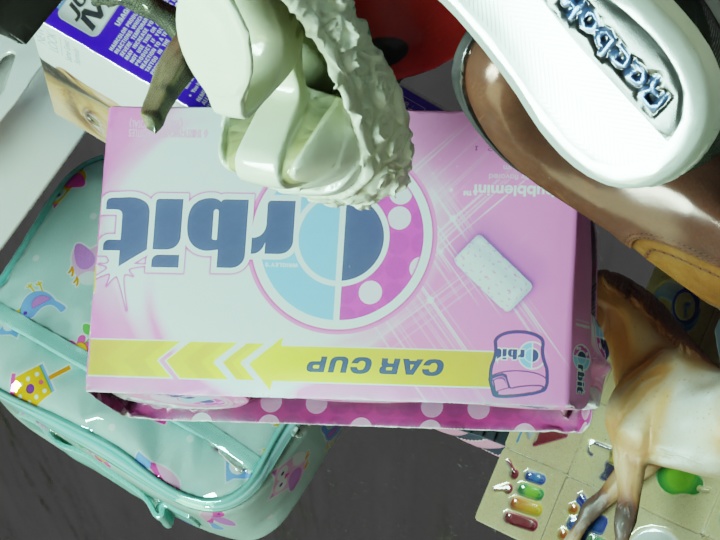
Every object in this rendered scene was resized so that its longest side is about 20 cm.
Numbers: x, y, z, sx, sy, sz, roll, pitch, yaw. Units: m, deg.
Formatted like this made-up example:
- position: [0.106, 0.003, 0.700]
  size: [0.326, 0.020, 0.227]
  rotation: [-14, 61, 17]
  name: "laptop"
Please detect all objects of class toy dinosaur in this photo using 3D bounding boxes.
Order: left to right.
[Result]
- position: [-0.047, -0.096, 0.959]
  size: [0.088, 0.048, 0.200]
  rotation: [42, -154, 18]
  name: "toy dinosaur"

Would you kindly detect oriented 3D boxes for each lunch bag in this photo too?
- position: [-0.096, 0.042, 1.304]
  size: [0.199, 0.161, 0.077]
  rotation: [27, 162, 22]
  name: "lunch bag"

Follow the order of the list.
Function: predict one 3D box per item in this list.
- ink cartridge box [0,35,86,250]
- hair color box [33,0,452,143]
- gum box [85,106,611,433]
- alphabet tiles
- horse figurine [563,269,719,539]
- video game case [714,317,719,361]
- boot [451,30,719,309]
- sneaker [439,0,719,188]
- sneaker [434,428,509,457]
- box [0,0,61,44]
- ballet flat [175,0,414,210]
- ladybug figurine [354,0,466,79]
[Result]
- position: [-0.206, -0.081, 1.226]
  size: [0.125, 0.129, 0.200]
  rotation: [37, 161, -11]
  name: "ink cartridge box"
- position: [-0.042, -0.063, 1.096]
  size: [0.199, 0.065, 0.109]
  rotation: [32, 164, 10]
  name: "hair color box"
- position: [0.000, 0.000, 0.982]
  size: [0.199, 0.114, 0.066]
  rotation: [1, 168, 10]
  name: "gum box"
- position: [0.146, 0.092, 1.018]
  size: [0.199, 0.167, 0.006]
  rotation: [22, 178, 32]
  name: "alphabet tiles"
- position: [0.137, 0.079, 0.980]
  size: [0.050, 0.133, 0.200]
  rotation: [22, 175, -39]
  name: "horse figurine"
- position: [0.223, 0.070, 0.898]
  size: [0.199, 0.019, 0.143]
  rotation: [22, -167, 1]
  name: "video game case"
- position: [0.131, -0.005, 0.825]
  size: [0.188, 0.068, 0.200]
  rotation: [43, -178, -31]
  name: "boot"
- position: [0.055, -0.115, 0.778]
  size: [0.201, 0.073, 0.112]
  rotation: [58, -152, 7]
  name: "sneaker"
- position: [0.048, 0.050, 1.194]
  size: [0.199, 0.070, 0.082]
  rotation: [31, 168, -22]
  name: "sneaker"
- position: [-0.135, -0.186, 0.692]
  size: [0.200, 0.149, 0.124]
  rotation: [42, -175, 8]
  name: "box"
- position: [-0.032, -0.068, 0.830]
  size: [0.072, 0.072, 0.200]
  rotation: [23, 155, 28]
  name: "ballet flat"
- position: [-0.031, -0.132, 0.879]
  size: [0.200, 0.072, 0.136]
  rotation: [39, 161, -17]
  name: "ladybug figurine"
